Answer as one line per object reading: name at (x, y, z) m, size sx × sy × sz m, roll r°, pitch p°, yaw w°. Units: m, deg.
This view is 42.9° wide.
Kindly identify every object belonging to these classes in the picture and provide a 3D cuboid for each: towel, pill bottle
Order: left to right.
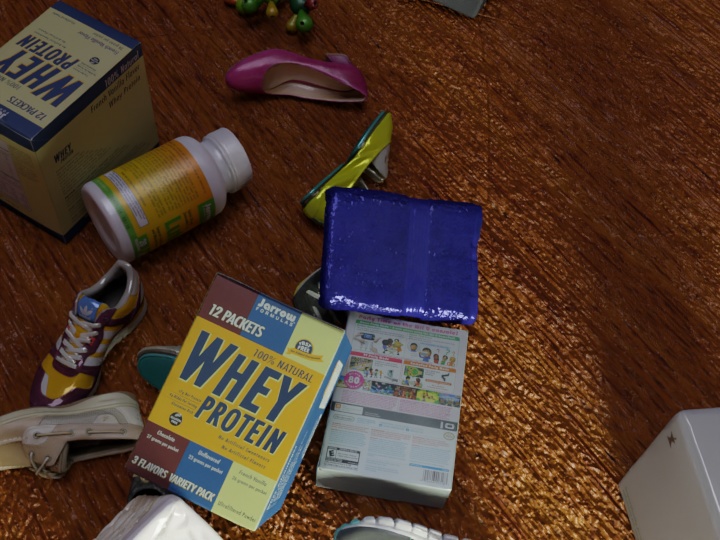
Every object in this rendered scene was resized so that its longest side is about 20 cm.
pill bottle at (-0.242, -0.103, 1.172) m, size 0.199 × 0.111 × 0.111 m, roll -32°, pitch 63°, yaw -22°
towel at (0.047, -0.016, 1.088) m, size 0.199 × 0.050 × 0.149 m, roll 7°, pitch 82°, yaw -18°

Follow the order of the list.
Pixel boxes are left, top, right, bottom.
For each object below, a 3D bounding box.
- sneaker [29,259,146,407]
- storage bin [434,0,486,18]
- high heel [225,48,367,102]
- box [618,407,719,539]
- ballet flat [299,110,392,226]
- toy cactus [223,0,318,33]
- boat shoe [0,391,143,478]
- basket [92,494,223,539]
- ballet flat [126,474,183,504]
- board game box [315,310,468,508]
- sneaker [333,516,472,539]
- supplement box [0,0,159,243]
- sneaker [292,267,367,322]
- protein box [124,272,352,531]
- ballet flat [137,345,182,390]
sneaker at (-0.321, 0.076, 1.059) m, size 0.074 × 0.090 × 0.201 m, roll 19°, pitch 56°, yaw 10°
storage bin at (0.170, -0.513, 1.468) m, size 0.134 × 0.146 × 0.201 m, roll 29°, pitch 59°, yaw 4°
high heel at (-0.090, -0.268, 1.321) m, size 0.199 × 0.068 × 0.096 m, roll -5°, pitch 45°, yaw -23°
box at (0.390, 0.262, 0.914) m, size 0.170 × 0.200 × 0.200 m, roll -4°, pitch 57°, yaw -8°
ballet flat at (-0.002, -0.132, 1.244) m, size 0.067 × 0.067 × 0.200 m, roll 41°, pitch 64°, yaw -2°
toy cactus at (-0.125, -0.451, 1.435) m, size 0.200 × 0.103 × 0.165 m, roll 35°, pitch 51°, yaw 28°
boat shoe at (-0.336, 0.189, 0.996) m, size 0.199 × 0.072 × 0.065 m, roll -12°, pitch 56°, yaw -18°
basket at (-0.171, 0.317, 0.840) m, size 0.136 × 0.123 × 0.200 m, roll -45°, pitch 105°, yaw -28°
ballet flat at (-0.222, 0.281, 0.941) m, size 0.066 × 0.057 × 0.201 m, roll -15°, pitch 54°, yaw 18°
board game box at (0.039, 0.155, 1.046) m, size 0.146 × 0.064 × 0.201 m, roll 10°, pitch 57°, yaw 3°
sneaker at (0.063, 0.314, 0.937) m, size 0.199 × 0.078 × 0.092 m, roll 13°, pitch 60°, yaw 7°
supplement box at (-0.379, -0.187, 1.166) m, size 0.134 × 0.200 × 0.200 m, roll 28°, pitch 59°, yaw 14°
sneaker at (0.000, 0.000, 1.146) m, size 0.199 × 0.079 × 0.090 m, roll -27°, pitch 20°, yaw -18°
protein box at (-0.109, 0.131, 0.921) m, size 0.134 × 0.200 × 0.200 m, roll 24°, pitch 82°, yaw 5°
ballet flat at (-0.160, 0.126, 1.064) m, size 0.199 × 0.068 × 0.062 m, roll 19°, pitch 29°, yaw 4°
